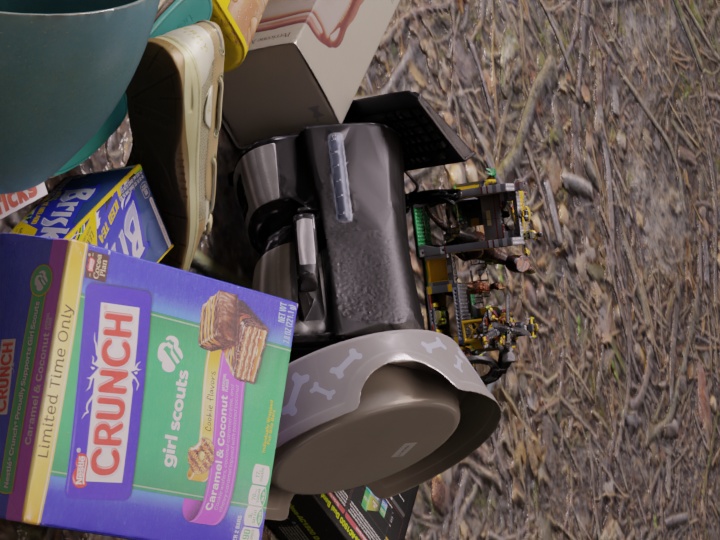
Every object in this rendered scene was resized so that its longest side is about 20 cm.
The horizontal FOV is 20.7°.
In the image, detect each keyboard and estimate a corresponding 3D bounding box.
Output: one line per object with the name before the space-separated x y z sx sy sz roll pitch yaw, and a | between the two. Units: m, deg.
keyboard | 0.023 -0.088 1.596 0.127 0.200 0.021 45 66 -23

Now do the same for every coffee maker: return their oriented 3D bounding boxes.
coffee maker | 0.000 0.000 1.517 0.192 0.135 0.200 11 54 -23

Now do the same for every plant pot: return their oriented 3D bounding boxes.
plant pot | -0.225 -0.125 1.182 0.200 0.200 0.135 -38 143 -58

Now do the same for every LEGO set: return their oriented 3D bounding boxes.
LEGO set | 0.134 -0.006 1.868 0.154 0.116 0.200 12 73 -61

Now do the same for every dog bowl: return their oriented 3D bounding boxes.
dog bowl | -0.002 0.109 1.407 0.200 0.200 0.059 25 41 -58

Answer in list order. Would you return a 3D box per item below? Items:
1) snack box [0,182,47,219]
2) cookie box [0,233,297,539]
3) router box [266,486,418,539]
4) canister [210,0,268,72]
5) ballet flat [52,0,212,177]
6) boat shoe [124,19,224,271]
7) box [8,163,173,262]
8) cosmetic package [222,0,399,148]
snack box | -0.269 -0.022 1.167 0.200 0.072 0.024 -38 117 -58
cookie box | -0.142 0.081 1.226 0.200 0.075 0.172 17 79 -47
router box | -0.024 0.150 1.593 0.200 0.062 0.150 56 38 -40
canister | -0.114 -0.266 1.507 0.149 0.086 0.200 56 39 -39
ballet flat | -0.181 -0.138 1.370 0.200 0.062 0.068 -48 146 -30
boat shoe | -0.127 -0.078 1.383 0.063 0.073 0.201 -32 137 -43
box | -0.201 0.007 1.297 0.200 0.064 0.070 -55 131 -53
cosmetic package | -0.046 -0.199 1.600 0.087 0.103 0.200 60 33 -32
